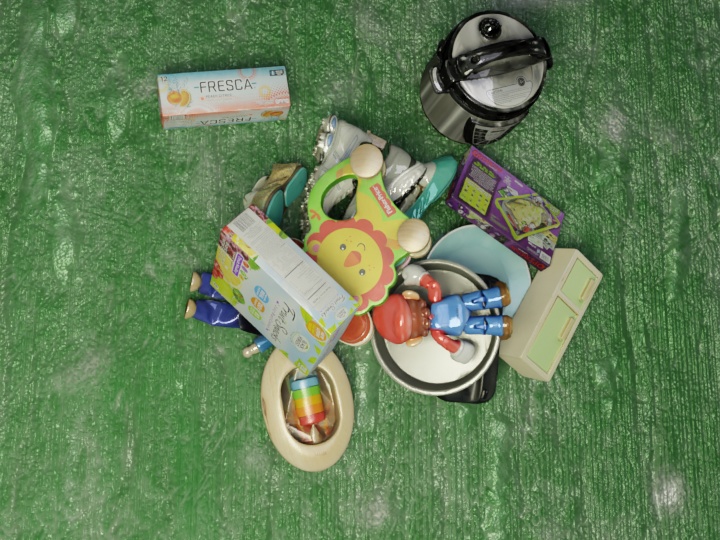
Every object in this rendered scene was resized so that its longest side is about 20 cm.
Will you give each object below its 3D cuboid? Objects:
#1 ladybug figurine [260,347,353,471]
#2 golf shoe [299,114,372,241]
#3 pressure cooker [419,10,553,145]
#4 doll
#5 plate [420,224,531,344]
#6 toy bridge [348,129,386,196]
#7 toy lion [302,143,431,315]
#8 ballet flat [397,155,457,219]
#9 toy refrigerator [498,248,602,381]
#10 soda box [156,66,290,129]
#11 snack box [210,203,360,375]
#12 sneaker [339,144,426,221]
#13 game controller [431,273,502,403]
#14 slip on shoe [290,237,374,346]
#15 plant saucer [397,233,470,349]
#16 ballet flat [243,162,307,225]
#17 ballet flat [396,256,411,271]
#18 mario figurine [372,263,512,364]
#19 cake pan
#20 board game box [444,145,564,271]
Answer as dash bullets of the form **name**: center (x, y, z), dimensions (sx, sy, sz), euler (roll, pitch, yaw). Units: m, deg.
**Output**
- **ladybug figurine**: center (-0.081, 0.193, 1.199), dimensions (0.134, 0.072, 0.203), euler (-7, 82, -14)
- **golf shoe**: center (-0.035, -0.134, 1.238), dimensions (0.096, 0.078, 0.203), euler (16, 79, -11)
- **pressure cooker**: center (0.193, -0.306, 1.277), dimensions (0.177, 0.200, 0.177), euler (31, 75, -6)
- **doll**: center (-0.160, 0.062, 1.217), dimensions (0.197, 0.048, 0.138), euler (11, 83, -14)
- **plate**: center (0.182, 0.029, 1.296), dimensions (0.198, 0.026, 0.203), euler (1, 88, -21)
- **toy bridge**: center (-0.023, -0.134, 1.290), dimensions (0.067, 0.027, 0.202), euler (23, 78, -6)
- **toy lion**: center (-0.009, -0.046, 1.148), dimensions (0.190, 0.069, 0.201), euler (-32, 81, 2)
- **ballet flat**: center (0.082, -0.119, 1.284), dimensions (0.070, 0.067, 0.201), euler (43, 75, -31)
- **toy refrigerator**: center (0.303, 0.069, 1.294), dimensions (0.076, 0.070, 0.201), euler (39, 73, -25)
- **soda box**: center (-0.211, -0.266, 1.253), dimensions (0.197, 0.064, 0.069), euler (-7, 82, -14)
- **snack box**: center (-0.109, 0.031, 1.111), dimensions (0.200, 0.169, 0.068), euler (41, 61, 7)
- **sneaker**: center (0.008, -0.105, 1.219), dimensions (0.079, 0.074, 0.200), euler (44, 83, 2)
- **game controller**: center (0.167, 0.104, 1.261), dimensions (0.103, 0.042, 0.203), euler (6, 87, -5)
- **slip on shoe**: center (-0.059, 0.033, 1.191), dimensions (0.074, 0.061, 0.200), euler (-43, 80, 10)
- **plant saucer**: center (0.101, 0.035, 1.294), dimensions (0.070, 0.019, 0.201), euler (39, 74, -4)
- **ballet flat**: center (-0.136, -0.105, 1.199), dimensions (0.070, 0.071, 0.201), euler (33, 33, -5)
- **ballet flat**: center (0.000, 0.000, 1.238), dimensions (0.199, 0.071, 0.070), euler (-27, 87, 22)
- **mario figurine**: center (0.116, 0.061, 1.180), dimensions (0.197, 0.107, 0.125), euler (-2, 51, 3)
- **cake pan**: center (0.113, 0.085, 1.224), dimensions (0.197, 0.037, 0.203), euler (-1, 86, 13)
- **board game box**: center (0.235, -0.100, 1.309), dimensions (0.199, 0.032, 0.121), euler (34, 59, -12)
